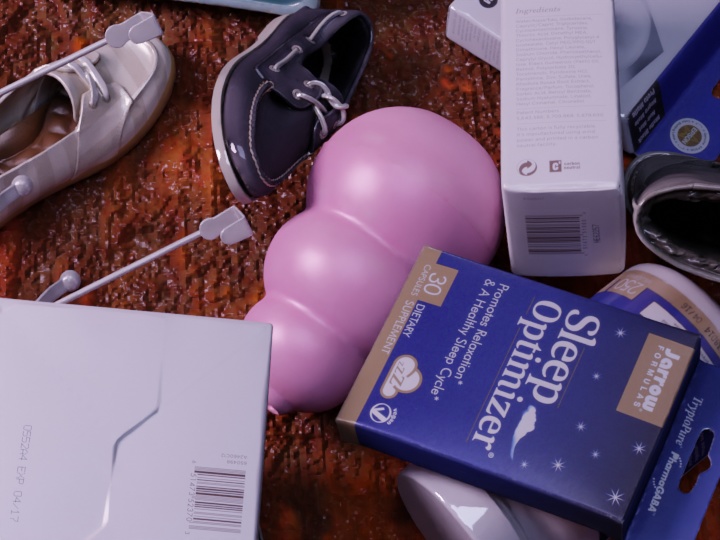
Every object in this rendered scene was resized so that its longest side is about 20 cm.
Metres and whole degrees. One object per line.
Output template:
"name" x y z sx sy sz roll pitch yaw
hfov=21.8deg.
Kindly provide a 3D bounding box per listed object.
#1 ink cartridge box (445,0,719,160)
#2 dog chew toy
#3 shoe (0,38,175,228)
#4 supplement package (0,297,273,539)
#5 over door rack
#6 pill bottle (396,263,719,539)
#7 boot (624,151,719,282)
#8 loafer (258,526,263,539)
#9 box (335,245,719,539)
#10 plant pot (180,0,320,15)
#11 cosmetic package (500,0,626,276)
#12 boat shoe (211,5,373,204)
"ink cartridge box" 0.193 -0.181 1.253 0.200 0.041 0.200 34 68 14
"dog chew toy" 0.000 0.000 1.123 0.124 0.125 0.200 32 76 13
"shoe" -0.198 -0.089 1.190 0.200 0.053 0.070 -41 72 -18
"supplement package" -0.131 0.132 0.988 0.155 0.111 0.200 6 62 -5
"over door rack" -0.181 -0.053 1.119 0.200 0.067 0.148 -23 110 5
"pill bottle" 0.125 0.095 1.079 0.200 0.116 0.116 -37 71 -18
"boot" 0.238 -0.029 1.093 0.181 0.200 0.073 6 93 -1
"loafer" -0.090 0.185 1.058 0.072 0.063 0.200 -2 65 -2
"box" 0.102 0.069 1.011 0.200 0.032 0.121 19 63 18
"plant pot" -0.104 -0.316 1.232 0.195 0.197 0.200 8 48 3
"cosmetic package" 0.121 -0.105 1.126 0.074 0.102 0.200 -1 60 7
"boat shoe" -0.039 -0.111 1.153 0.063 0.073 0.200 -12 28 21
